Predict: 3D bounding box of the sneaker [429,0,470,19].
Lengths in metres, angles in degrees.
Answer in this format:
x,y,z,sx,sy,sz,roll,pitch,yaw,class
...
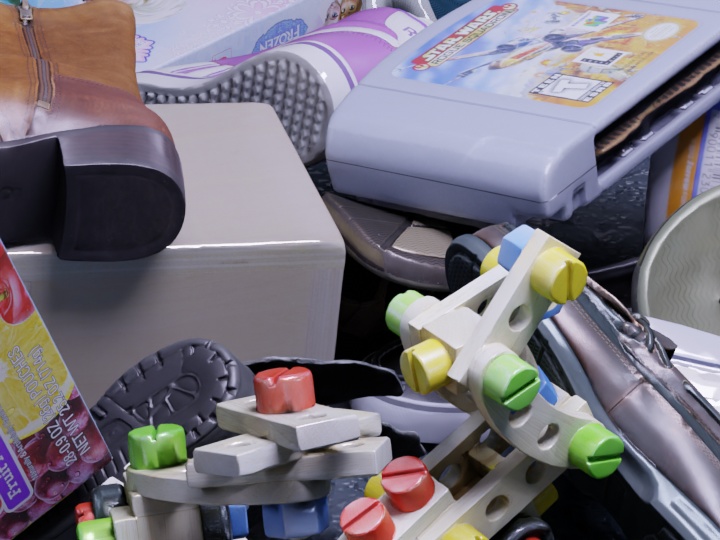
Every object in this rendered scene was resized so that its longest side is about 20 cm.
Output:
x,y,z,sx,sy,sz,roll,pitch,yaw,class
0.125,-0.142,1.521,0.130,0.080,0.200,-22,47,-32,sneaker

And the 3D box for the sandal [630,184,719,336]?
x,y,z,sx,sy,sz,roll,pitch,yaw,class
0.209,-0.013,1.207,0.201,0.080,0.057,-16,-6,-1,sandal

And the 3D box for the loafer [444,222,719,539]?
x,y,z,sx,sy,sz,roll,pitch,yaw,class
0.110,0.058,1.119,0.063,0.072,0.200,-29,70,-21,loafer

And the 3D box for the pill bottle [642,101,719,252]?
x,y,z,sx,sy,sz,roll,pitch,yaw,class
0.234,-0.034,1.301,0.200,0.112,0.112,9,31,12,pill bottle

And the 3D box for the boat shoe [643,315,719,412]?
x,y,z,sx,sy,sz,roll,pitch,yaw,class
0.171,0.072,1.170,0.200,0.071,0.070,13,62,1,boat shoe

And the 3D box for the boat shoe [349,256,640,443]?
x,y,z,sx,sy,sz,roll,pitch,yaw,class
0.091,0.023,1.238,0.200,0.066,0.070,-8,30,-14,boat shoe

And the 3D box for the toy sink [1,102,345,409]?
x,y,z,sx,sy,sz,roll,pitch,yaw,class
-0.121,0.009,1.210,0.200,0.112,0.130,-3,30,-17,toy sink

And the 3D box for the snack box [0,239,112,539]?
x,y,z,sx,sy,sz,roll,pitch,yaw,class
-0.204,0.059,1.000,0.200,0.169,0.068,-38,44,-16,snack box

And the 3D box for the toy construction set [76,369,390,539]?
x,y,z,sx,sy,sz,roll,pitch,yaw,class
-0.049,0.126,0.940,0.092,0.200,0.131,7,5,-10,toy construction set

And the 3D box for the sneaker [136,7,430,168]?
x,y,z,sx,sy,sz,roll,pitch,yaw,class
-0.043,-0.077,1.359,0.200,0.073,0.114,-6,17,44,sneaker

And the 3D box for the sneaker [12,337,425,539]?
x,y,z,sx,sy,sz,roll,pitch,yaw,class
-0.083,0.083,1.128,0.200,0.104,0.060,-27,61,14,sneaker

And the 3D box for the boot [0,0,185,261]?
x,y,z,sx,sy,sz,roll,pitch,yaw,class
-0.171,-0.078,1.170,0.188,0.069,0.200,-2,29,-13,boot

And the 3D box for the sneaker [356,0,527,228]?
x,y,z,sx,sy,sz,roll,pitch,yaw,class
0.031,-0.071,1.389,0.075,0.081,0.200,-5,32,-15,sneaker

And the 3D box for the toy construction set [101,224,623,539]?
x,y,z,sx,sy,sz,roll,pitch,yaw,class
0.010,0.078,1.052,0.200,0.131,0.092,-31,43,-5,toy construction set

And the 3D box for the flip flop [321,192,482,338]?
x,y,z,sx,sy,sz,roll,pitch,yaw,class
0.000,0.000,1.258,0.081,0.058,0.200,13,-2,-21,flip flop

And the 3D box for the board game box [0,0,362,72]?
x,y,z,sx,sy,sz,roll,pitch,yaw,class
-0.132,-0.143,1.542,0.199,0.041,0.200,23,36,32,board game box

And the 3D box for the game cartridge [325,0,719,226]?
x,y,z,sx,sy,sz,roll,pitch,yaw,class
0.081,-0.082,1.250,0.133,0.042,0.200,16,36,33,game cartridge
